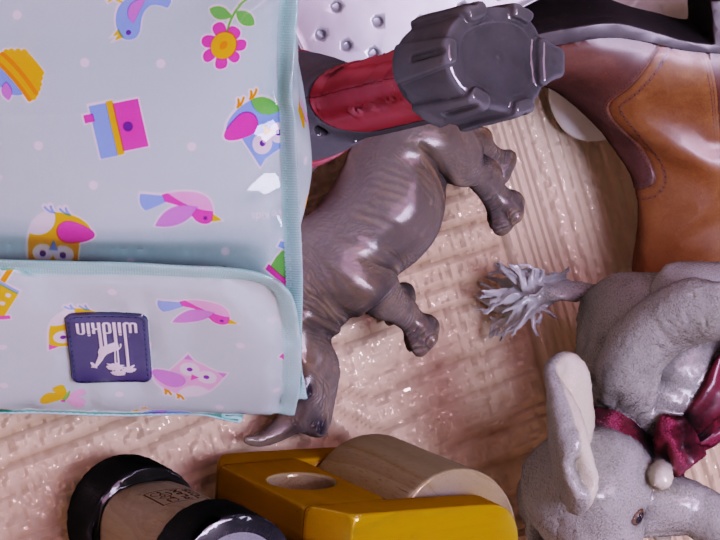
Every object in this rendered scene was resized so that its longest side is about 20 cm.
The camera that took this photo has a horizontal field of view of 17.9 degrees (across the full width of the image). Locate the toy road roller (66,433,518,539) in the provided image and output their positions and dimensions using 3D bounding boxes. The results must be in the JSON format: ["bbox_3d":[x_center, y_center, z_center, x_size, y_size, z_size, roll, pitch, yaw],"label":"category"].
[{"bbox_3d":[-0.034,0.159,1.031,0.199,0.123,0.147,-4,101,-30],"label":"toy road roller"}]

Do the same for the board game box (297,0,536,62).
[{"bbox_3d":[0.028,-0.215,1.114,0.199,0.026,0.201,-27,99,-3],"label":"board game box"}]

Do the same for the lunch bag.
[{"bbox_3d":[-0.106,-0.031,0.969,0.170,0.122,0.201,0,104,-4],"label":"lunch bag"}]

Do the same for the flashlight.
[{"bbox_3d":[-0.001,-0.081,1.025,0.068,0.200,0.068,48,63,-20],"label":"flashlight"}]

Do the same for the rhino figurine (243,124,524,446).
[{"bbox_3d":[0.000,0.000,1.097,0.087,0.060,0.200,41,77,-30],"label":"rhino figurine"}]

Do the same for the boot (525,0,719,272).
[{"bbox_3d":[0.139,-0.046,1.179,0.187,0.069,0.201,-10,114,-7],"label":"boot"}]

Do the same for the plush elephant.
[{"bbox_3d":[0.141,0.082,1.114,0.199,0.165,0.155,9,67,9],"label":"plush elephant"}]

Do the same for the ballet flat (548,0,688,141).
[{"bbox_3d":[0.180,-0.139,1.218,0.200,0.069,0.070,-38,103,-28],"label":"ballet flat"}]
